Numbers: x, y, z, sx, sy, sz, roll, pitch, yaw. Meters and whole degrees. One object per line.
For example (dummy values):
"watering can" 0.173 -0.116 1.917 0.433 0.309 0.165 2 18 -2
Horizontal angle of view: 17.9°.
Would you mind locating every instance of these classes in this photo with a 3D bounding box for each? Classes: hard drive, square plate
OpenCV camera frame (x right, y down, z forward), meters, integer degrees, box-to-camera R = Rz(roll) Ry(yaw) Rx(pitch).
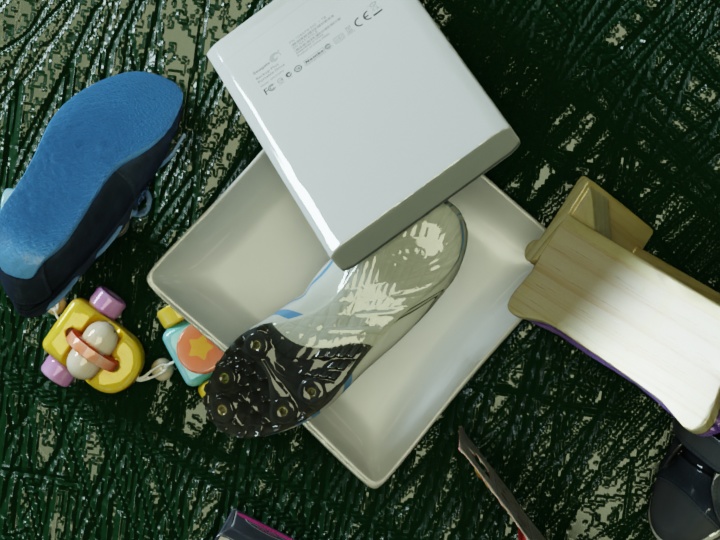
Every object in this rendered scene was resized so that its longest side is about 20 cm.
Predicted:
"hard drive" -0.002 -0.107 1.408 0.132 0.027 0.200 -36 50 4
"square plate" 0.000 0.000 1.449 0.198 0.028 0.200 42 79 -1

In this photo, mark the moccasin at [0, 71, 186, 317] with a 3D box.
"moccasin" -0.176 -0.050 1.426 0.080 0.200 0.068 22 135 17

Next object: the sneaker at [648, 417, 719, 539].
"sneaker" 0.235 0.082 1.421 0.200 0.079 0.078 -54 45 -1

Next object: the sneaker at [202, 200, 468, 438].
"sneaker" -0.012 0.032 1.401 0.200 0.072 0.072 -41 81 4

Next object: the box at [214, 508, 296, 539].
"box" -0.077 0.272 1.451 0.122 0.106 0.201 27 94 1

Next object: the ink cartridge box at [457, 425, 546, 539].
"ink cartridge box" 0.106 0.194 1.405 0.050 0.161 0.200 -39 89 2

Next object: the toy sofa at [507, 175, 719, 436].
"toy sofa" 0.188 0.032 1.375 0.200 0.083 0.098 34 92 46

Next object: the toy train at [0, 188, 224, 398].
"toy train" -0.143 0.009 1.470 0.199 0.056 0.151 10 94 5
